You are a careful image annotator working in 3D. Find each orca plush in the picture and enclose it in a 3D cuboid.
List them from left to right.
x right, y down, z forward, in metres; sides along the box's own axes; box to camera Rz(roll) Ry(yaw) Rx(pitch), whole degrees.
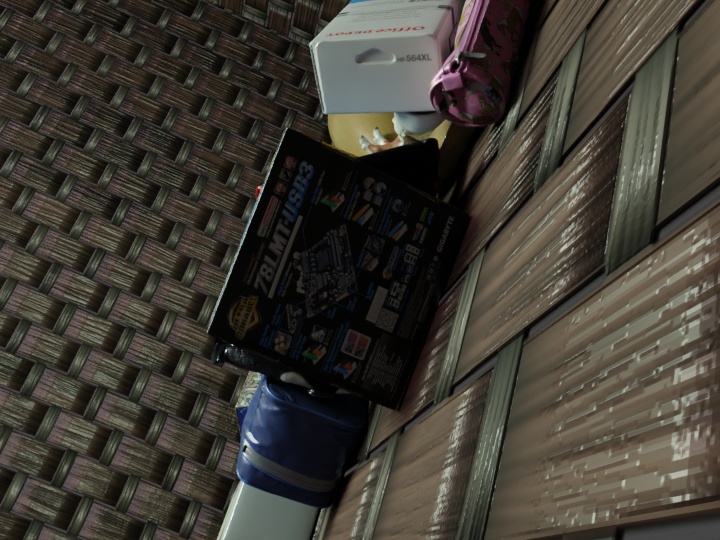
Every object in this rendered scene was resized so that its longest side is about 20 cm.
[{"bbox_3d":[-0.070,0.085,0.828,0.105,0.194,0.073,-59,-14,-74],"label":"orca plush"}]

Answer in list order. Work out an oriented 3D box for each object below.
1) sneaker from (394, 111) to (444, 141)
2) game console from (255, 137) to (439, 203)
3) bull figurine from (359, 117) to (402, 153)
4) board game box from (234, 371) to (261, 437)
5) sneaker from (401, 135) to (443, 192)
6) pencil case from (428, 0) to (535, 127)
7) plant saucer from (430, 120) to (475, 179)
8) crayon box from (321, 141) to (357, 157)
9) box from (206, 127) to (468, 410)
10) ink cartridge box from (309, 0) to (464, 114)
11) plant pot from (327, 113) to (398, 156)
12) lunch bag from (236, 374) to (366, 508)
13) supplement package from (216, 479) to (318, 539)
[{"bbox_3d":[0.076,-0.186,0.876,0.201,0.070,0.087,-85,-8,-64],"label":"sneaker"},{"bbox_3d":[-0.009,-0.053,0.771,0.179,0.195,0.031,87,162,-49],"label":"game console"},{"bbox_3d":[0.082,-0.234,1.027,0.205,0.118,0.065,-69,-21,-11],"label":"bull figurine"},{"bbox_3d":[-0.117,0.215,1.134,0.201,0.094,0.164,-76,-17,-61],"label":"board game box"},{"bbox_3d":[0.012,-0.072,0.845,0.199,0.070,0.077,-39,52,20],"label":"sneaker"},{"bbox_3d":[0.133,-0.249,0.729,0.205,0.081,0.086,-70,13,-18],"label":"pencil case"},{"bbox_3d":[0.120,-0.189,0.891,0.200,0.035,0.205,-158,89,-85],"label":"plant saucer"},{"bbox_3d":[0.011,-0.109,0.967,0.200,0.168,0.060,-87,21,-75],"label":"crayon box"},{"bbox_3d":[-0.020,0.001,0.677,0.050,0.194,0.205,-167,98,-80],"label":"box"},{"bbox_3d":[0.040,-0.259,0.831,0.202,0.142,0.086,-65,-29,-51],"label":"ink cartridge box"},{"bbox_3d":[0.046,-0.212,1.166,0.202,0.181,0.190,-105,34,-57],"label":"plant pot"},{"bbox_3d":[-0.076,0.188,0.885,0.200,0.133,0.135,-88,21,-75],"label":"lunch bag"},{"bbox_3d":[-0.132,0.353,0.979,0.201,0.107,0.116,118,172,-56],"label":"supplement package"}]
